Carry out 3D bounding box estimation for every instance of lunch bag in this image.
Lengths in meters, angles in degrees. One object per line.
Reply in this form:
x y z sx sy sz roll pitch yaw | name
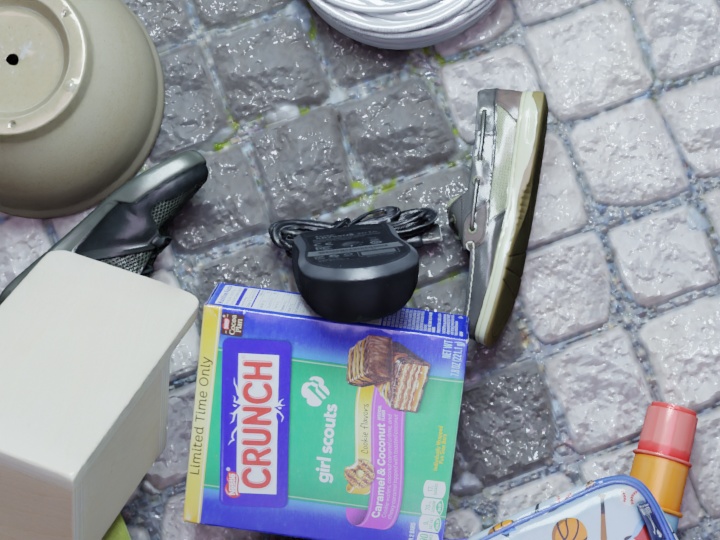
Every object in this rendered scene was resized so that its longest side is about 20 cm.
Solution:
0.155 0.248 1.148 0.198 0.076 0.162 -24 76 5 | lunch bag

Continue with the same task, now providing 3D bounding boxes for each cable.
0.033 -0.279 1.267 0.199 0.069 0.200 -39 83 -3 | cable

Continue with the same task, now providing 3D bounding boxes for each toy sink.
-0.213 0.100 1.136 0.129 0.113 0.201 18 41 11 | toy sink

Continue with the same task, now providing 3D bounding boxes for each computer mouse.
0.000 0.000 1.180 0.137 0.200 0.053 -5 104 -1 | computer mouse

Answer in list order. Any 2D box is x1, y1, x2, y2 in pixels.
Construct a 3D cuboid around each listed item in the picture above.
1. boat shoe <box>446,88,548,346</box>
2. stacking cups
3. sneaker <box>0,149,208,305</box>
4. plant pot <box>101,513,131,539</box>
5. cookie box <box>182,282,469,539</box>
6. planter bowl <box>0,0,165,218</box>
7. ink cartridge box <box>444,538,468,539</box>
0.100 -0.044 1.241 0.065 0.072 0.203 11 87 15 | boat shoe
0.219 0.203 1.218 0.060 0.061 0.202 16 79 3 | stacking cups
-0.175 0.001 1.233 0.199 0.076 0.114 -43 86 -1 | sneaker
-0.268 0.230 1.167 0.198 0.187 0.189 -24 83 -16 | plant pot
-0.026 0.111 1.196 0.198 0.075 0.173 7 101 3 | cookie box
-0.258 -0.150 1.221 0.198 0.135 0.203 0 82 1 | planter bowl
-0.010 0.305 1.210 0.197 0.043 0.201 -2 83 -1 | ink cartridge box
